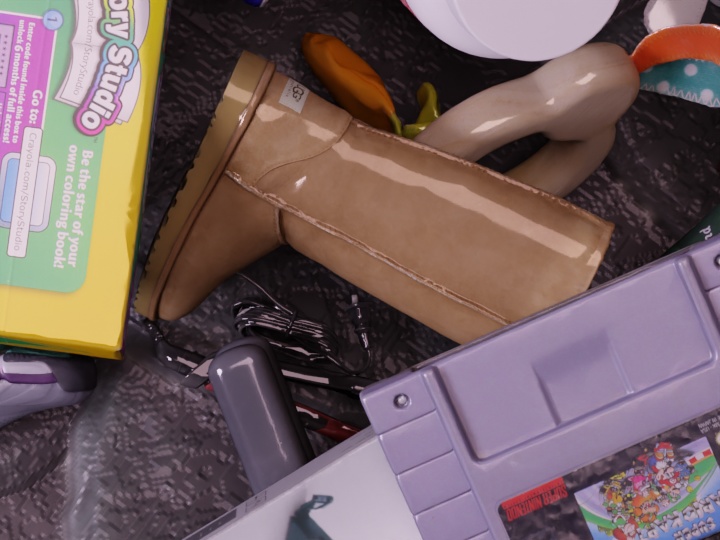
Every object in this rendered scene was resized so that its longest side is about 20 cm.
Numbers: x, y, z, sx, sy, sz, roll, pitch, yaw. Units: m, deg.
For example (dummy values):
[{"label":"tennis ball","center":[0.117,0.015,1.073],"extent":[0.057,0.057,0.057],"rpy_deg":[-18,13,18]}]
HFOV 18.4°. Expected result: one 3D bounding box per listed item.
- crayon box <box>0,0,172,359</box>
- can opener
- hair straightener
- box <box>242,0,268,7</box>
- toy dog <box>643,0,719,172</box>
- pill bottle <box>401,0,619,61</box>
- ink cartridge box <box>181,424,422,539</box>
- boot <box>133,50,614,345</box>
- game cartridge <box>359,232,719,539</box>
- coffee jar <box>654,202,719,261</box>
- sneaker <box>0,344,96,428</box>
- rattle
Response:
[{"label":"crayon box","center":[-0.182,-0.070,1.032],"extent":[0.171,0.058,0.201],"rpy_deg":[8,82,-6]},{"label":"can opener","center":[-0.044,0.137,1.136],"extent":[0.067,0.053,0.201],"rpy_deg":[-21,96,6]},{"label":"hair straightener","center":[-0.020,0.048,1.176],"extent":[0.199,0.041,0.077],"rpy_deg":[19,82,4]},{"label":"box","center":[-0.071,-0.260,1.054],"extent":[0.200,0.105,0.184],"rpy_deg":[36,77,-2]},{"label":"toy dog","center":[0.201,-0.128,1.181],"extent":[0.096,0.132,0.201],"rpy_deg":[-27,78,32]},{"label":"pill bottle","center":[0.062,-0.170,1.096],"extent":[0.111,0.200,0.113],"rpy_deg":[-4,111,-11]},{"label":"ink cartridge box","center":[0.019,0.171,1.092],"extent":[0.199,0.044,0.174],"rpy_deg":[-31,95,2]},{"label":"boot","center":[0.000,0.000,1.103],"extent":[0.199,0.176,0.066],"rpy_deg":[27,42,-4]},{"label":"game cartridge","center":[0.115,0.076,1.043],"extent":[0.199,0.038,0.130],"rpy_deg":[-24,92,5]},{"label":"coffee jar","center":[0.162,0.043,1.119],"extent":[0.200,0.085,0.105],"rpy_deg":[-38,69,24]},{"label":"sneaker","center":[-0.231,0.082,1.146],"extent":[0.199,0.074,0.088],"rpy_deg":[-2,93,7]},{"label":"rattle","center":[0.086,-0.108,1.150],"extent":[0.200,0.130,0.143],"rpy_deg":[-39,47,24]}]
